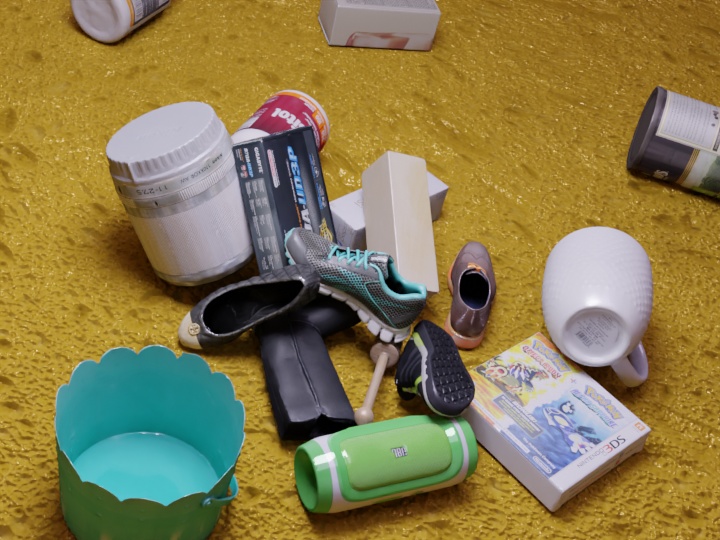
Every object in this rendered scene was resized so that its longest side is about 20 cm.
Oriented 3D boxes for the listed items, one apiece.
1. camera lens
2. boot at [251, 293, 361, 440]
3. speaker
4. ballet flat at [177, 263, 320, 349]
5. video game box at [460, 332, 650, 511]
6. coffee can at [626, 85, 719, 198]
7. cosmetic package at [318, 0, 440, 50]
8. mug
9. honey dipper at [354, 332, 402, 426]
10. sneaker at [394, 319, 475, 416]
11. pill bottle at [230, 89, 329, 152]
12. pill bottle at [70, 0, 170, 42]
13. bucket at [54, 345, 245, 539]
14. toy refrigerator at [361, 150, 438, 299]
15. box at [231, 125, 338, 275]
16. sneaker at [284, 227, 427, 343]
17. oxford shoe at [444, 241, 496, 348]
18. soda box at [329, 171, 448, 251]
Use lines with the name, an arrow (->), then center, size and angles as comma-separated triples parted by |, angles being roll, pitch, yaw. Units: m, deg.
camera lens -> -0.219, -0.093, 1.386 | 0.159, 0.200, 0.160 | -14, 33, 9
boot -> -0.040, 0.113, 1.331 | 0.164, 0.066, 0.200 | -10, 43, -15
speaker -> 0.030, 0.216, 1.225 | 0.199, 0.089, 0.089 | -8, 46, -24
ballet flat -> -0.141, 0.041, 1.317 | 0.067, 0.200, 0.057 | 66, 15, 7
video game box -> 0.232, 0.183, 1.356 | 0.182, 0.047, 0.200 | -22, 53, -39
coffee can -> 0.568, -0.209, 1.822 | 0.199, 0.147, 0.147 | 19, 41, 4
cosmetic package -> 0.033, -0.469, 1.993 | 0.199, 0.087, 0.104 | 1, 44, -18
mug -> 0.327, 0.064, 1.441 | 0.200, 0.147, 0.175 | 56, 25, -16
honey dipper -> 0.021, 0.132, 1.317 | 0.038, 0.038, 0.200 | 17, 27, 2
sneaker -> 0.084, 0.136, 1.316 | 0.072, 0.083, 0.200 | 33, 18, -13
pill bottle -> -0.132, -0.174, 1.591 | 0.113, 0.113, 0.200 | 23, 42, 9
pill bottle -> -0.392, -0.477, 1.848 | 0.116, 0.117, 0.200 | 25, 41, 11
bucket -> -0.221, 0.194, 1.131 | 0.206, 0.135, 0.208 | 9, 42, -8
toy refrigerator -> 0.055, -0.053, 1.478 | 0.070, 0.076, 0.201 | 10, 63, -29
box -> -0.092, -0.081, 1.412 | 0.046, 0.201, 0.159 | -8, 9, 24
sneaker -> 0.000, 0.000, 1.345 | 0.200, 0.091, 0.078 | 35, 39, -9
oxford shoe -> 0.160, 0.017, 1.497 | 0.071, 0.073, 0.200 | 13, 40, -3
soda box -> 0.035, -0.087, 1.582 | 0.200, 0.064, 0.068 | -26, 55, -38
